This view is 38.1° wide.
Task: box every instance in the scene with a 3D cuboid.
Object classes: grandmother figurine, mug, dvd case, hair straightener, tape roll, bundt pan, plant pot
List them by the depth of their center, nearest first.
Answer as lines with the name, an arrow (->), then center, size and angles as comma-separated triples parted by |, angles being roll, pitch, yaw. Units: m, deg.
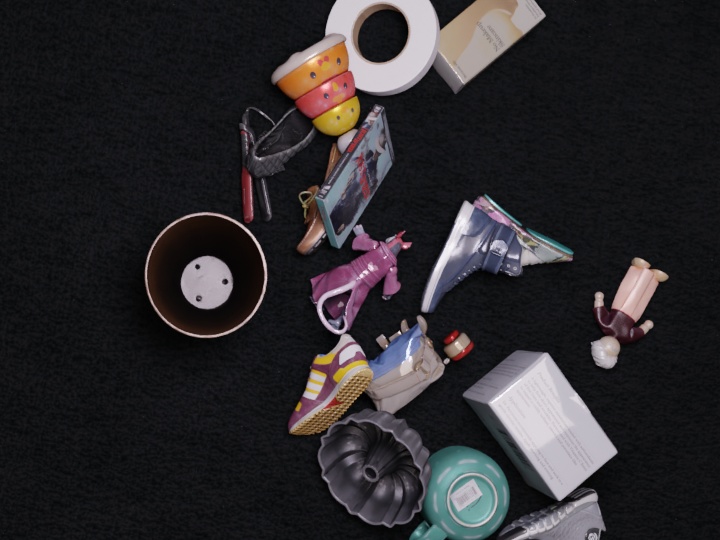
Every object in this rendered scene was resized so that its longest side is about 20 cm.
plant pot -> -0.245, 0.014, 1.672 | 0.184, 0.200, 0.190 | 1, 86, -7
bundt pan -> 0.032, 0.314, 1.714 | 0.203, 0.201, 0.076 | 52, 38, -1
dvd case -> -0.006, -0.155, 1.731 | 0.022, 0.147, 0.201 | 21, 65, 21
mug -> 0.172, 0.393, 1.749 | 0.149, 0.114, 0.188 | 11, 84, -7
hair straightener -> -0.171, -0.182, 1.787 | 0.076, 0.041, 0.204 | -2, 80, -29
tape roll -> 0.037, -0.403, 1.789 | 0.199, 0.037, 0.207 | 0, 88, 16
grandmother figurine -> 0.464, 0.079, 1.845 | 0.120, 0.061, 0.202 | 28, 80, 3

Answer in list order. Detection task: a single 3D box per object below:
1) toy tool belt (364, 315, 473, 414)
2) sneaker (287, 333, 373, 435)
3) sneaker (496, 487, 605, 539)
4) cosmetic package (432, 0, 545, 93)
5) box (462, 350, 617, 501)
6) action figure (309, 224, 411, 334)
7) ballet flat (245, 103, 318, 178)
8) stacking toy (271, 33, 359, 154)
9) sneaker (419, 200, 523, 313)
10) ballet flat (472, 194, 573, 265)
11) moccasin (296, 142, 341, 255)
toy tool belt -> 0.079, 0.140, 1.748 | 0.199, 0.125, 0.123 | -39, 92, 2
sneaker -> -0.059, 0.193, 1.735 | 0.200, 0.074, 0.091 | -45, 54, 26
sneaker -> 0.338, 0.466, 1.791 | 0.198, 0.075, 0.117 | -24, 92, -10
cosmetic package -> 0.216, -0.418, 1.835 | 0.200, 0.071, 0.105 | -42, 92, -9
box -> 0.293, 0.252, 1.735 | 0.130, 0.200, 0.200 | -36, 91, -7
action figure -> 0.000, 0.000, 1.744 | 0.200, 0.149, 0.134 | -42, 86, 5
ballet flat -> -0.120, -0.230, 1.764 | 0.066, 0.057, 0.201 | 39, 62, -1
stacking toy -> -0.045, -0.279, 1.743 | 0.145, 0.146, 0.202 | -32, 98, -9
sneaker -> 0.196, 0.005, 1.782 | 0.145, 0.077, 0.205 | 27, 99, 0
ballet flat -> 0.275, -0.055, 1.827 | 0.198, 0.069, 0.072 | 33, 100, -1
moccasin -> -0.065, -0.122, 1.772 | 0.077, 0.074, 0.204 | 24, 82, -3
